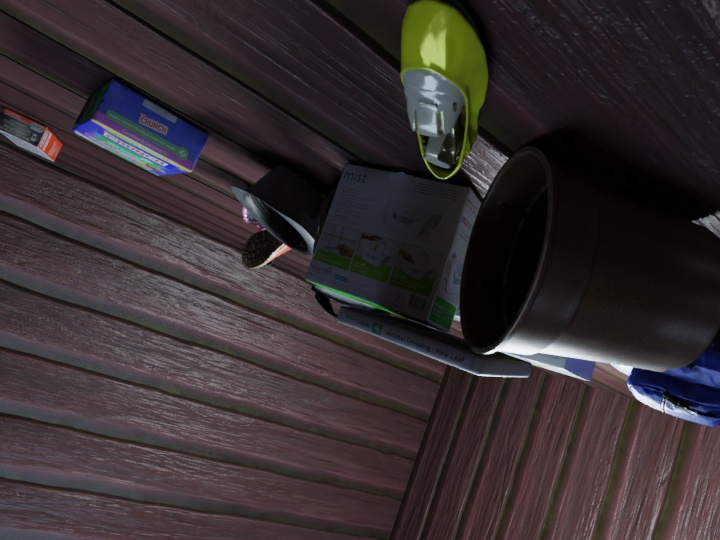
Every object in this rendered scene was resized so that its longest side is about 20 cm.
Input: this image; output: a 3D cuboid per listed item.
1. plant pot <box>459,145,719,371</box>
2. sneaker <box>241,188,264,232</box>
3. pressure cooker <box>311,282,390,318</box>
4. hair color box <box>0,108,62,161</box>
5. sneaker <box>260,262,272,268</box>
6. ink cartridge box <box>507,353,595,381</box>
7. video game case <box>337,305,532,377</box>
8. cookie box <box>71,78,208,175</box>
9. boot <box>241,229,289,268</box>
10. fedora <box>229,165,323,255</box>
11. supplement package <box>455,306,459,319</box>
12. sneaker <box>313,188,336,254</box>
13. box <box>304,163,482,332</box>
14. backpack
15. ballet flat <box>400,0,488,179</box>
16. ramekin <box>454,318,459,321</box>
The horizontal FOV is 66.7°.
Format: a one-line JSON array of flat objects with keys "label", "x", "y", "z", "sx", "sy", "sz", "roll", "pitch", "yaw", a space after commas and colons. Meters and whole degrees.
[{"label": "plant pot", "x": 0.224, "y": 0.004, "z": 0.542, "sx": 0.194, "sy": 0.204, "sz": 0.200, "roll": 14, "pitch": 174, "yaw": -8}, {"label": "sneaker", "x": -0.207, "y": -0.135, "z": 1.246, "sx": 0.093, "sy": 0.081, "sz": 0.200, "roll": -5, "pitch": 166, "yaw": 11}, {"label": "pressure cooker", "x": 0.002, "y": 0.001, "z": 1.050, "sx": 0.176, "sy": 0.203, "sz": 0.176, "roll": 23, "pitch": 173, "yaw": -16}, {"label": "hair color box", "x": -0.916, "y": -0.372, "z": 1.522, "sx": 0.109, "sy": 0.065, "sz": 0.200, "roll": 25, "pitch": 173, "yaw": -17}, {"label": "sneaker", "x": -0.442, "y": -0.041, "z": 2.518, "sx": 0.079, "sy": 0.075, "sz": 0.200, "roll": 18, "pitch": 174, "yaw": 0}, {"label": "ink cartridge box", "x": 0.344, "y": 0.104, "z": 1.023, "sx": 0.083, "sy": 0.147, "sz": 0.199, "roll": 25, "pitch": 172, "yaw": -29}, {"label": "video game case", "x": 0.095, "y": 0.087, "z": 0.657, "sx": 0.180, "sy": 0.022, "sz": 0.199, "roll": 17, "pitch": 179, "yaw": 33}, {"label": "cookie box", "x": -0.380, "y": -0.235, "z": 0.933, "sx": 0.170, "sy": 0.076, "sz": 0.198, "roll": 28, "pitch": 170, "yaw": -35}, {"label": "boot", "x": -0.182, "y": -0.064, "z": 1.262, "sx": 0.107, "sy": 0.198, "sz": 0.076, "roll": 12, "pitch": -132, "yaw": -63}, {"label": "fedora", "x": -0.126, "y": -0.115, "z": 0.959, "sx": 0.175, "sy": 0.091, "sz": 0.200, "roll": 25, "pitch": 163, "yaw": 37}, {"label": "supplement package", "x": 0.276, "y": 0.055, "z": 0.960, "sx": 0.118, "sy": 0.123, "sz": 0.199, "roll": 26, "pitch": 172, "yaw": -30}, {"label": "sneaker", "x": -0.013, "y": -0.075, "z": 0.880, "sx": 0.104, "sy": 0.076, "sz": 0.201, "roll": 14, "pitch": -151, "yaw": -1}, {"label": "box", "x": 0.047, "y": -0.035, "z": 0.749, "sx": 0.197, "sy": 0.180, "sz": 0.096, "roll": 16, "pitch": 173, "yaw": 31}, {"label": "backpack", "x": 0.420, "y": 0.103, "z": 0.743, "sx": 0.198, "sy": 0.170, "sz": 0.162, "roll": 20, "pitch": 167, "yaw": 36}, {"label": "ballet flat", "x": 0.066, "y": -0.131, "z": 0.446, "sx": 0.066, "sy": 0.068, "sz": 0.200, "roll": 19, "pitch": 172, "yaw": 16}, {"label": "ramekin", "x": 0.189, "y": 0.036, "z": 1.139, "sx": 0.197, "sy": 0.107, "sz": 0.200, "roll": 20, "pitch": 173, "yaw": 3}]
